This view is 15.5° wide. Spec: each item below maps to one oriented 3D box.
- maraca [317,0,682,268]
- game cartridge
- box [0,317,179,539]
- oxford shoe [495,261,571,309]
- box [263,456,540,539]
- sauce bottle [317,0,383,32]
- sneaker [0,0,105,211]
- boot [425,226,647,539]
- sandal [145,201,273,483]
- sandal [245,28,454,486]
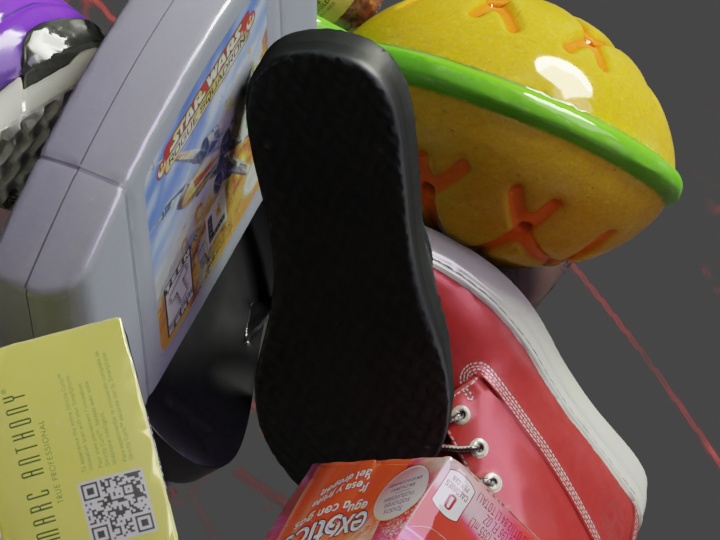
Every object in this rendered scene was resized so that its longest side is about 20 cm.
[{"bbox_3d":[0.037,-0.066,1.077,0.199,0.137,0.107,22,80,-1],"label":"maraca"},{"bbox_3d":[-0.066,-0.041,0.923,0.041,0.133,0.200,22,58,10],"label":"game cartridge"},{"bbox_3d":[-0.081,0.084,0.804,0.200,0.050,0.076,94,-20,-69],"label":"box"},{"bbox_3d":[0.076,-0.032,1.169,0.071,0.072,0.200,48,36,-17],"label":"oxford shoe"},{"bbox_3d":[0.046,0.165,0.943,0.200,0.095,0.100,45,64,-20],"label":"box"},{"bbox_3d":[-0.073,-0.161,1.085,0.200,0.066,0.066,32,43,-34],"label":"sauce bottle"},{"bbox_3d":[-0.172,-0.058,0.892,0.100,0.070,0.200,47,41,17],"label":"sneaker"},{"bbox_3d":[0.037,0.083,1.043,0.200,0.072,0.145,47,38,-23],"label":"boot"},{"bbox_3d":[-0.052,-0.009,1.018,0.076,0.043,0.201,33,43,-33],"label":"sandal"},{"bbox_3d":[0.001,0.000,0.965,0.048,0.075,0.201,-60,155,-53],"label":"sandal"}]
